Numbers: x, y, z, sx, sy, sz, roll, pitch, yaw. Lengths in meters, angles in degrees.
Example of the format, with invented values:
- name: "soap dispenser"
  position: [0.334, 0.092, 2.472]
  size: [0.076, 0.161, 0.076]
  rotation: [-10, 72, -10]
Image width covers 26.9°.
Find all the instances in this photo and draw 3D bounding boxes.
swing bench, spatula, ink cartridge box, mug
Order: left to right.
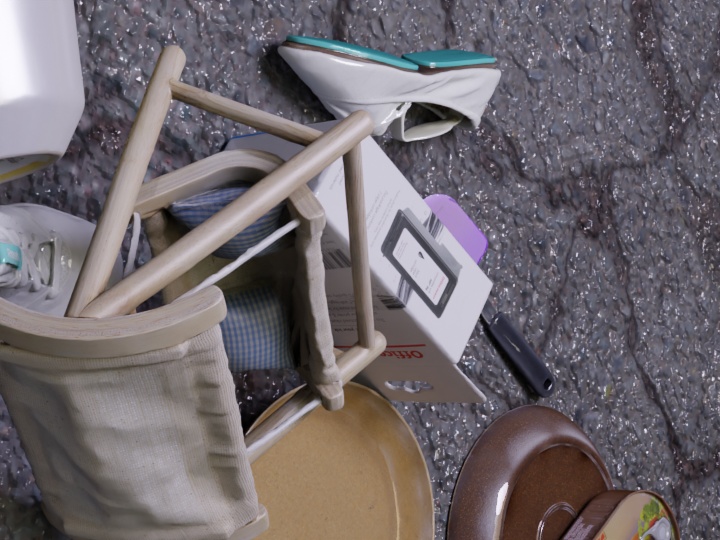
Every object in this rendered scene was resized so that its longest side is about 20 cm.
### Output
- name: "mug"
  position: [-0.188, -0.121, 0.728]
  size: [0.186, 0.149, 0.155]
  rotation: [-13, 87, -49]
- name: "swing bench"
  position: [-0.088, 0.031, 0.797]
  size: [0.201, 0.129, 0.200]
  rotation: [-56, 156, -33]
- name: "ink cartridge box"
  position: [0.000, 0.000, 0.951]
  size: [0.200, 0.115, 0.068]
  rotation: [49, 56, -34]
- name: "spatula"
  position: [0.094, 0.026, 1.110]
  size: [0.057, 0.020, 0.200]
  rotation: [-51, 125, -20]

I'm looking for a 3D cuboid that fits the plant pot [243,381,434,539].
- name: "plant pot"
  position: [-0.027, 0.172, 0.978]
  size: [0.199, 0.027, 0.203]
  rotation: [3, 85, -44]

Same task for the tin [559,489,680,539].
- name: "tin"
  position: [0.178, 0.247, 1.132]
  size: [0.200, 0.042, 0.113]
  rotation: [-42, 121, -39]

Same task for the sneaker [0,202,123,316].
- name: "sneaker"
  position: [-0.193, -0.004, 0.775]
  size: [0.199, 0.088, 0.076]
  rotation: [6, 82, -45]

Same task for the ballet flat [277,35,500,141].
- name: "ballet flat"
  position: [0.023, -0.120, 1.024]
  size: [0.199, 0.069, 0.070]
  rotation: [-3, 90, -46]

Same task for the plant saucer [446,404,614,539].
- name: "plant saucer"
  position: [0.141, 0.204, 1.144]
  size: [0.199, 0.032, 0.203]
  rotation: [2, 87, -46]
